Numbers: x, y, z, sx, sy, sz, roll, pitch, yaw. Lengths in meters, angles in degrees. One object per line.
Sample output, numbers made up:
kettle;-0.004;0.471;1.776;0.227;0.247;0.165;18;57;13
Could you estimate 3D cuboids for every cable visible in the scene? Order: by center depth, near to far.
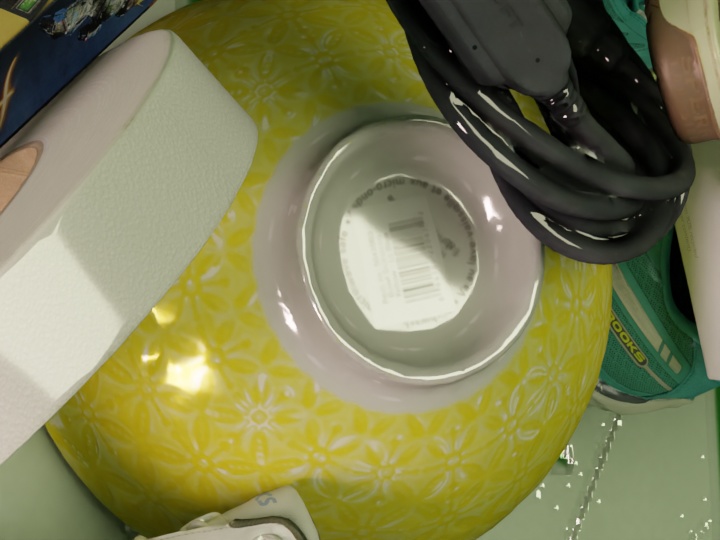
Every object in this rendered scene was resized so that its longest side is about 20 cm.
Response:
cable;0.037;-0.088;0.843;0.051;0.163;0.200;-33;118;12

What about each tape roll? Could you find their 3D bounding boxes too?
tape roll;-0.113;0.015;0.759;0.037;0.202;0.203;47;60;-16

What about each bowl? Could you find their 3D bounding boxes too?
bowl;0.000;0.000;0.869;0.199;0.108;0.202;2;84;-20

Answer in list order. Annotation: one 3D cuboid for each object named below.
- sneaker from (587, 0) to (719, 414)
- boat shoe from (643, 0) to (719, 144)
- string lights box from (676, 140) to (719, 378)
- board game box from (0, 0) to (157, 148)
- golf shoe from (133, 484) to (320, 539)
sneaker;0.098;-0.052;0.979;0.077;0.079;0.201;-4;89;-59
boat shoe;0.129;-0.125;0.872;0.075;0.074;0.203;59;26;-51
string lights box;0.198;-0.042;0.949;0.199;0.059;0.103;-21;105;-31
board game box;-0.126;-0.102;0.815;0.200;0.135;0.035;-46;152;-29
golf shoe;-0.058;0.101;0.833;0.199;0.078;0.098;25;82;-9
